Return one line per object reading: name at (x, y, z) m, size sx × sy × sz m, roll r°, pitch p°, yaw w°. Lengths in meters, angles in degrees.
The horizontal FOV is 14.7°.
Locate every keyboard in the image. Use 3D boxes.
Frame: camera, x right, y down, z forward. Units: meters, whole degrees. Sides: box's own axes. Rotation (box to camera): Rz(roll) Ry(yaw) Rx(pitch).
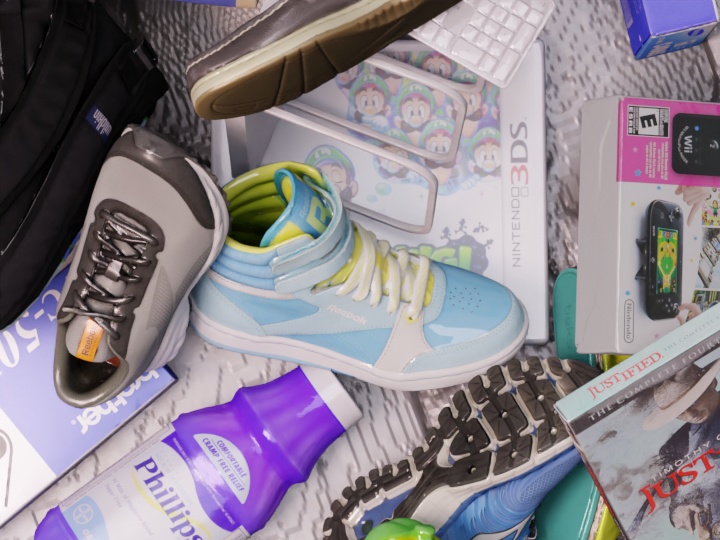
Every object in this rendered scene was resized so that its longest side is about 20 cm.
keyboard at (0.006, -0.171, 1.511) m, size 0.200 × 0.011 × 0.056 m, roll 30°, pitch 76°, yaw 4°

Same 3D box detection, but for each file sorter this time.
file sorter at (0.017, -0.141, 1.579) m, size 0.124 × 0.139 × 0.200 m, roll 20°, pitch 76°, yaw 4°

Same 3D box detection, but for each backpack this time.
backpack at (-0.212, -0.058, 1.508) m, size 0.154 × 0.163 × 0.200 m, roll -2°, pitch 61°, yaw 30°

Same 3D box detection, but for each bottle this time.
bottle at (-0.091, 0.125, 1.621) m, size 0.200 × 0.065 × 0.084 m, roll -35°, pitch 85°, yaw -1°

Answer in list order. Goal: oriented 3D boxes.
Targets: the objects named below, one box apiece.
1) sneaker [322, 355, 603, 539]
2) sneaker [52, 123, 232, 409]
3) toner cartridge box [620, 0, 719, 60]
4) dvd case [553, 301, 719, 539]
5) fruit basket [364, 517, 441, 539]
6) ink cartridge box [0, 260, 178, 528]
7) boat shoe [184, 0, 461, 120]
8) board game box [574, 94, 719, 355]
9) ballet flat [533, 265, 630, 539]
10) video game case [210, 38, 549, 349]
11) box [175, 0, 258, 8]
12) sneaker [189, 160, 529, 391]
sneaker at (0.075, 0.123, 1.600) m, size 0.200 × 0.089 × 0.079 m, roll -36°, pitch 42°, yaw 23°
sneaker at (-0.125, 0.003, 1.521) m, size 0.074 × 0.200 × 0.079 m, roll 29°, pitch 47°, yaw 12°
toner cartridge box at (0.161, -0.230, 1.624) m, size 0.043 × 0.095 × 0.200 m, roll -13°, pitch 87°, yaw 0°
dvd case at (0.203, 0.100, 1.569) m, size 0.146 × 0.200 × 0.022 m, roll -31°, pitch 44°, yaw -2°
fruit basket at (0.008, 0.247, 1.543) m, size 0.155 × 0.216 × 0.216 m, roll -22°, pitch 86°, yaw 0°
ink cartridge box at (-0.213, 0.092, 1.637) m, size 0.200 × 0.044 × 0.094 m, roll -39°, pitch 88°, yaw -2°
boat shoe at (-0.010, -0.148, 1.472) m, size 0.201 × 0.072 × 0.066 m, roll -29°, pitch 77°, yaw -7°
board game box at (0.227, -0.021, 1.596) m, size 0.200 × 0.064 × 0.148 m, roll 3°, pitch 87°, yaw -19°
ballet flat at (0.145, 0.094, 1.624) m, size 0.067 × 0.067 × 0.200 m, roll 7°, pitch 85°, yaw -29°
video game case at (0.011, -0.046, 1.651) m, size 0.200 × 0.024 × 0.182 m, roll -1°, pitch 86°, yaw 1°
box at (-0.151, -0.198, 1.618) m, size 0.200 × 0.121 × 0.032 m, roll 8°, pitch 118°, yaw 1°
sneaker at (0.000, 0.000, 1.565) m, size 0.200 × 0.131 × 0.080 m, roll 5°, pitch 56°, yaw -1°
